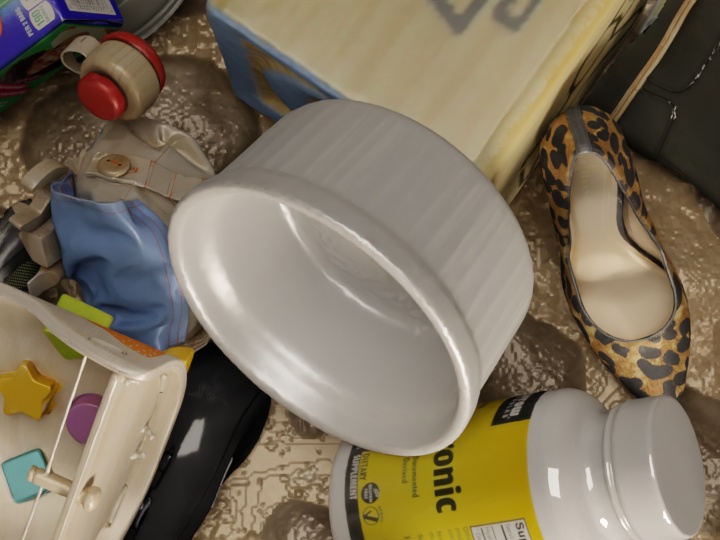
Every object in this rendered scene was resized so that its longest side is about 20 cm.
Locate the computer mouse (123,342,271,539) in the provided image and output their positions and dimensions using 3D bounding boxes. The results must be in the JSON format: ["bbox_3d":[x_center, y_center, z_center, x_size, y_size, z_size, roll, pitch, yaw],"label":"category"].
[{"bbox_3d":[-0.103,0.149,1.265,0.140,0.046,0.200,36,83,10],"label":"computer mouse"}]

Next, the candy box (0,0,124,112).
[{"bbox_3d":[-0.271,-0.172,1.281,0.200,0.077,0.169,-33,79,25],"label":"candy box"}]

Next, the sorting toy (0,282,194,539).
[{"bbox_3d":[-0.205,0.075,1.191,0.180,0.107,0.200,28,120,8],"label":"sorting toy"}]

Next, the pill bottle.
[{"bbox_3d":[0.091,0.128,1.191,0.200,0.111,0.111,-13,78,27],"label":"pill bottle"}]

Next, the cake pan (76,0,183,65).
[{"bbox_3d":[-0.192,-0.233,1.321,0.200,0.037,0.200,-2,85,17],"label":"cake pan"}]

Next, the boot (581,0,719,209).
[{"bbox_3d":[0.245,-0.128,1.255,0.138,0.200,0.077,40,40,5],"label":"boot"}]

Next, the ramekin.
[{"bbox_3d":[0.000,0.000,1.154,0.200,0.201,0.098,35,58,8],"label":"ramekin"}]

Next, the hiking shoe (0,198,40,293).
[{"bbox_3d":[-0.213,0.058,1.282,0.101,0.076,0.200,19,90,-2],"label":"hiking shoe"}]

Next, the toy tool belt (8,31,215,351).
[{"bbox_3d":[-0.145,-0.027,1.215,0.125,0.200,0.123,15,48,31],"label":"toy tool belt"}]

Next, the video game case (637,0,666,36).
[{"bbox_3d":[0.308,-0.174,1.319,0.200,0.023,0.182,31,82,8],"label":"video game case"}]

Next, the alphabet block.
[{"bbox_3d":[0.047,-0.158,1.243,0.196,0.195,0.200,35,82,6],"label":"alphabet block"}]

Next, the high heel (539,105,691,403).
[{"bbox_3d":[0.152,0.001,1.224,0.071,0.143,0.200,-18,90,8],"label":"high heel"}]
